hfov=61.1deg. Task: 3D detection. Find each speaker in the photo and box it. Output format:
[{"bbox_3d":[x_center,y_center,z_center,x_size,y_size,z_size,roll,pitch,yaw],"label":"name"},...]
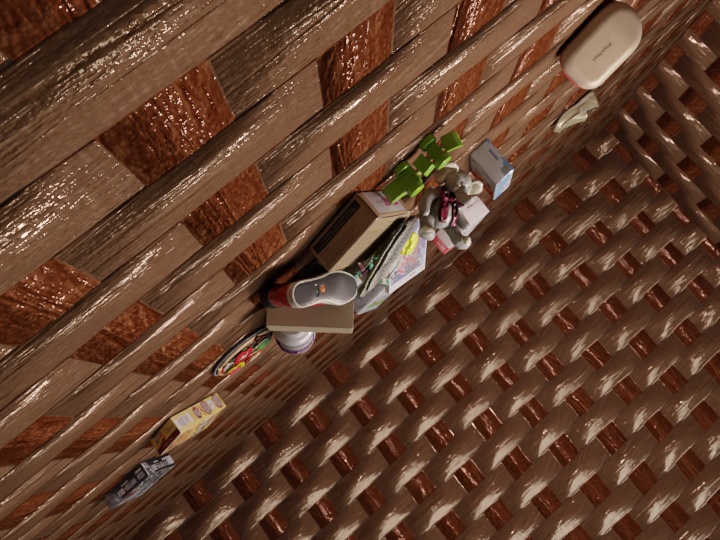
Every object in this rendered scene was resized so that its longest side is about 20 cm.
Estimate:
[{"bbox_3d":[-0.089,0.035,1.471,0.081,0.082,0.200,-40,170,2],"label":"speaker"}]

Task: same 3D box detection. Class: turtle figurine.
[{"bbox_3d":[0.000,0.000,1.624,0.198,0.102,0.149,-37,-150,-9],"label":"turtle figurine"}]

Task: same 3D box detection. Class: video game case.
[{"bbox_3d":[0.140,-0.053,1.835,0.181,0.023,0.204,-33,136,-38],"label":"video game case"}]

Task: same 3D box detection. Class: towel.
[{"bbox_3d":[0.068,-0.032,1.408,0.202,0.034,0.192,-57,176,14],"label":"towel"}]

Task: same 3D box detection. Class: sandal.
[{"bbox_3d":[0.055,-0.082,1.528,0.198,0.086,0.081,6,113,-50],"label":"sandal"}]

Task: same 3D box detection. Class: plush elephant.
[{"bbox_3d":[0.226,-0.176,1.502,0.162,0.203,0.155,16,134,-29],"label":"plush elephant"}]

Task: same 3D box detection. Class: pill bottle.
[{"bbox_3d":[-0.168,0.141,1.534,0.111,0.112,0.200,-37,169,-14],"label":"pill bottle"}]

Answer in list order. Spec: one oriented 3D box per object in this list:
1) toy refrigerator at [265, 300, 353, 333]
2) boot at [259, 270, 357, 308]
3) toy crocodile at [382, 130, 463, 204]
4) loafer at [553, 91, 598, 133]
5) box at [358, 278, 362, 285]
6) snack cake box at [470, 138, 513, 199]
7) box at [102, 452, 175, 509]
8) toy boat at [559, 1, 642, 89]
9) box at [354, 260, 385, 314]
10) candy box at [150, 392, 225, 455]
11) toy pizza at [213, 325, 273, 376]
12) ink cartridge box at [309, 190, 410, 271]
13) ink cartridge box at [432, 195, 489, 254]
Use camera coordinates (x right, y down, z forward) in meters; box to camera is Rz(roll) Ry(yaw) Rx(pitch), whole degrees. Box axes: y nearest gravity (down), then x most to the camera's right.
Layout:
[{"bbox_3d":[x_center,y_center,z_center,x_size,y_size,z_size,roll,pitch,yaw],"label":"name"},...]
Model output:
[{"bbox_3d":[-0.114,0.101,1.395,0.194,0.072,0.076,2,166,-1],"label":"toy refrigerator"},{"bbox_3d":[-0.113,0.044,1.314,0.197,0.075,0.142,-6,180,-44],"label":"boot"},{"bbox_3d":[0.129,-0.216,1.273,0.200,0.068,0.062,-44,170,11],"label":"toy crocodile"},{"bbox_3d":[0.791,-0.568,2.227,0.199,0.069,0.076,-42,169,4],"label":"loafer"},{"bbox_3d":[-0.086,0.077,1.753,0.200,0.048,0.117,-44,170,-1],"label":"box"},{"bbox_3d":[0.372,-0.285,1.741,0.067,0.116,0.200,-40,170,5],"label":"snack cake box"},{"bbox_3d":[-0.692,0.661,1.924,0.157,0.050,0.200,-41,169,1],"label":"box"},{"bbox_3d":[0.571,-0.546,1.464,0.200,0.130,0.132,-45,-161,26],"label":"toy boat"},{"bbox_3d":[0.056,0.044,1.986,0.176,0.097,0.199,-45,169,17],"label":"box"},{"bbox_3d":[-0.484,0.432,1.728,0.116,0.056,0.199,-46,168,25],"label":"candy box"},{"bbox_3d":[-0.296,0.216,1.594,0.199,0.032,0.201,-40,169,-9],"label":"toy pizza"},{"bbox_3d":[0.003,-0.089,1.316,0.165,0.075,0.199,-47,167,23],"label":"ink cartridge box"},{"bbox_3d":[0.375,-0.172,2.301,0.145,0.085,0.201,-33,165,-37],"label":"ink cartridge box"}]
